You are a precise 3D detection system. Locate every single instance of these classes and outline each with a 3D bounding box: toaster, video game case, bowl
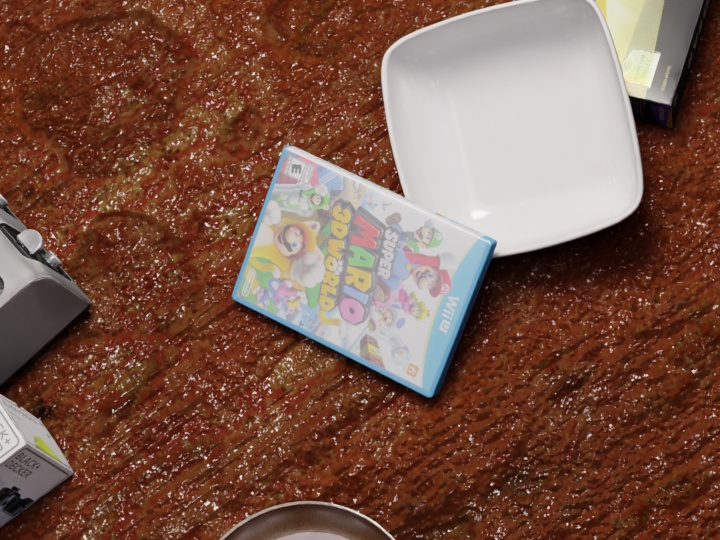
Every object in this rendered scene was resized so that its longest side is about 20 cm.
[{"bbox_3d":[-0.366,0.017,1.540,0.200,0.119,0.181,-42,68,-5],"label":"toaster"},{"bbox_3d":[0.000,0.000,1.490,0.200,0.018,0.143,26,105,19],"label":"video game case"},{"bbox_3d":[0.129,-0.116,1.479,0.200,0.075,0.200,-13,90,17],"label":"bowl"}]

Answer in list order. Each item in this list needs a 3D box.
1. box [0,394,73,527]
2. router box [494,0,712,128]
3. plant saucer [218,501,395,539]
[{"bbox_3d":[-0.348,0.191,1.476,0.200,0.117,0.060,-36,68,-4],"label":"box"},{"bbox_3d":[0.220,-0.236,1.545,0.157,0.052,0.200,14,75,16],"label":"router box"},{"bbox_3d":[-0.044,0.285,1.426,0.200,0.032,0.200,-3,70,9],"label":"plant saucer"}]
